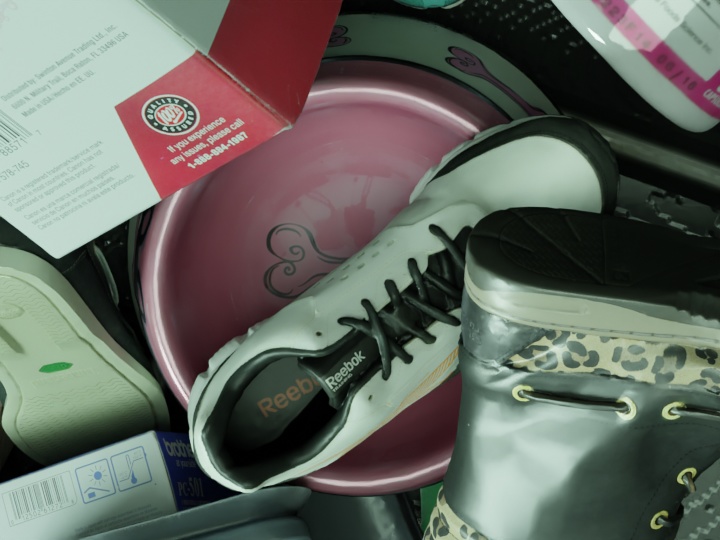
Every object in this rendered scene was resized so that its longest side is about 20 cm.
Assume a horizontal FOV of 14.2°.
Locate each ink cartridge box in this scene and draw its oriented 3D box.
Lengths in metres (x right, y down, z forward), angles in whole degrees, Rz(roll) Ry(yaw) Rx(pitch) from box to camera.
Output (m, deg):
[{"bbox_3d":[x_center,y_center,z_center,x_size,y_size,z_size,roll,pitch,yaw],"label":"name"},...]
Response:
[{"bbox_3d":[-0.121,-0.135,1.044,0.200,0.145,0.145,39,139,-25],"label":"ink cartridge box"},{"bbox_3d":[-0.152,0.119,1.219,0.200,0.094,0.044,-19,79,15],"label":"ink cartridge box"}]

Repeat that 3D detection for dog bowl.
[{"bbox_3d":[0.000,0.000,1.159,0.199,0.074,0.201,1,102,4],"label":"dog bowl"}]

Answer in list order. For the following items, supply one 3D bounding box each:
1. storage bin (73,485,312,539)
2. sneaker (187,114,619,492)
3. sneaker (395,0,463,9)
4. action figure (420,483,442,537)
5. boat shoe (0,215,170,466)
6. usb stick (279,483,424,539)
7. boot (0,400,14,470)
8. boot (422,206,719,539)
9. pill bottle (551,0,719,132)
[{"bbox_3d":[-0.078,0.181,1.169,0.145,0.200,0.135,-14,77,-11],"label":"storage bin"},{"bbox_3d":[0.018,0.019,1.085,0.200,0.080,0.074,-41,94,9],"label":"sneaker"},{"bbox_3d":[0.029,-0.198,1.135,0.077,0.080,0.201,5,109,-1],"label":"sneaker"},{"bbox_3d":[0.056,0.017,1.223,0.118,0.055,0.201,-14,103,9],"label":"action figure"},{"bbox_3d":[-0.121,0.023,1.185,0.072,0.068,0.200,-8,148,8],"label":"boat shoe"},{"bbox_3d":[-0.029,0.043,1.238,0.055,0.033,0.200,-14,108,25],"label":"usb stick"},{"bbox_3d":[-0.235,0.081,1.245,0.199,0.064,0.187,3,107,-5],"label":"boot"},{"bbox_3d":[0.122,0.066,1.063,0.199,0.073,0.151,12,123,-3],"label":"boot"},{"bbox_3d":[0.167,-0.159,1.127,0.200,0.113,0.113,-43,103,14],"label":"pill bottle"}]
